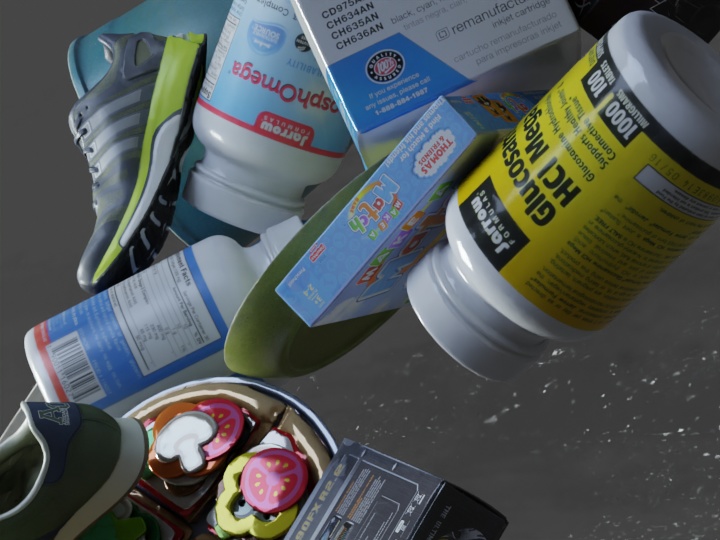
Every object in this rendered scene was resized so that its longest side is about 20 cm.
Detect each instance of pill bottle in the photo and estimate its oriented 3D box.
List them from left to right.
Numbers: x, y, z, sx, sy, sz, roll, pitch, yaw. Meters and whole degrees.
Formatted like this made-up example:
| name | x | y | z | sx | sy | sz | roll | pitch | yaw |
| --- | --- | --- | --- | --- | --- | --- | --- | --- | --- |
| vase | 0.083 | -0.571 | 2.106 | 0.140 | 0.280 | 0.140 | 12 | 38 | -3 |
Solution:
| name | x | y | z | sx | sy | sz | roll | pitch | yaw |
| --- | --- | --- | --- | --- | --- | --- | --- | --- | --- |
| pill bottle | -0.111 | 0.045 | 1.750 | 0.200 | 0.112 | 0.112 | -26 | 23 | 0 |
| pill bottle | -0.049 | -0.128 | 1.793 | 0.109 | 0.109 | 0.200 | -135 | 64 | -69 |
| pill bottle | 0.119 | -0.035 | 1.424 | 0.200 | 0.112 | 0.112 | -46 | 22 | 25 |

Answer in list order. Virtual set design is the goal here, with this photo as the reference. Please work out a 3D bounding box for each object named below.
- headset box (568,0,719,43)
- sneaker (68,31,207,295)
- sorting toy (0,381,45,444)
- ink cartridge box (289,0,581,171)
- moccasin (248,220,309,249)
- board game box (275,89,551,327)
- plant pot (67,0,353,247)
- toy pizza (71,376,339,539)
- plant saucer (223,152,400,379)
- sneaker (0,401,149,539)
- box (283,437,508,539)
| name | x | y | z | sx | sy | sz | roll | pitch | yaw |
| --- | --- | --- | --- | --- | --- | --- | --- | --- | --- |
| headset box | 0.206 | -0.227 | 1.573 | 0.200 | 0.077 | 0.149 | -49 | 22 | 16 |
| sneaker | -0.163 | -0.075 | 1.801 | 0.074 | 0.081 | 0.200 | 84 | -160 | -65 |
| sorting toy | -0.239 | 0.148 | 1.986 | 0.200 | 0.107 | 0.180 | -57 | 13 | -1 |
| ink cartridge box | 0.026 | -0.187 | 1.584 | 0.147 | 0.200 | 0.145 | -25 | -9 | 1 |
| moccasin | -0.099 | 0.046 | 1.847 | 0.200 | 0.068 | 0.080 | -39 | 10 | 1 |
| board game box | 0.051 | -0.039 | 1.531 | 0.151 | 0.037 | 0.200 | -49 | -17 | 22 |
| plant pot | -0.079 | -0.140 | 1.933 | 0.188 | 0.200 | 0.200 | -35 | 26 | 14 |
| toy pizza | -0.101 | 0.154 | 1.593 | 0.200 | 0.032 | 0.200 | -10 | 62 | 20 |
| plant saucer | 0.000 | 0.000 | 1.628 | 0.200 | 0.031 | 0.200 | -41 | -17 | -15 |
| sneaker | -0.219 | 0.152 | 1.588 | 0.200 | 0.090 | 0.067 | -50 | 42 | 18 |
| box | -0.015 | 0.199 | 1.463 | 0.200 | 0.048 | 0.158 | -59 | 19 | -7 |
